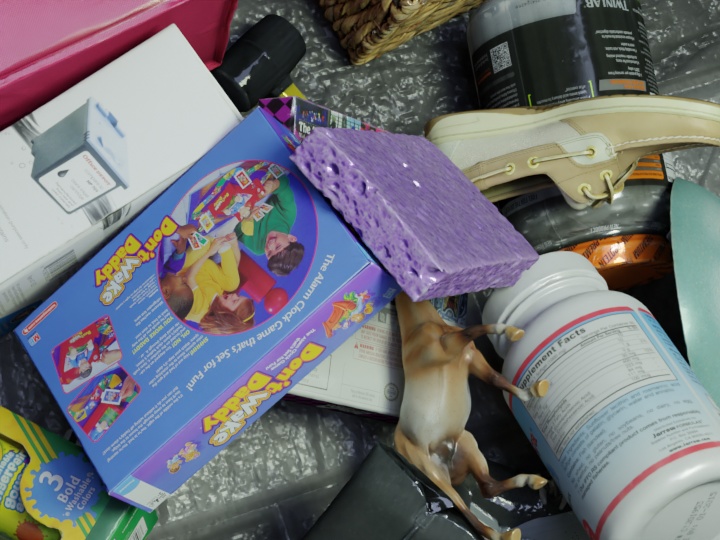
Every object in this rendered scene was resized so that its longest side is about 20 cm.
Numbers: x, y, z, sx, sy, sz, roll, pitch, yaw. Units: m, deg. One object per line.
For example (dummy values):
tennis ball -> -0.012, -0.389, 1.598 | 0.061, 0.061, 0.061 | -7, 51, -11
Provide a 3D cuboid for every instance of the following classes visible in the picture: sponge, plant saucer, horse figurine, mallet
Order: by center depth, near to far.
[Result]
sponge -> 0.035, -0.035, 1.327 | 0.030, 0.200, 0.112 | -45, 77, 16
horse figurine -> 0.061, 0.091, 1.394 | 0.050, 0.132, 0.200 | -15, 111, -37
plant saucer -> 0.243, 0.034, 1.487 | 0.036, 0.200, 0.200 | -11, 76, 16
mallet -> -0.022, -0.077, 1.515 | 0.066, 0.041, 0.200 | -38, 93, -23

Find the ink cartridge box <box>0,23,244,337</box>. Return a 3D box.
ink cartridge box -> -0.172, -0.049, 1.373 | 0.200, 0.146, 0.086 | -35, 84, -9

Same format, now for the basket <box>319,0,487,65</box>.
basket -> 0.054, -0.257, 1.530 | 0.200, 0.143, 0.149 | -28, 85, -23

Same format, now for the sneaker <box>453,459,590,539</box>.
sneaker -> 0.161, 0.140, 1.462 | 0.200, 0.116, 0.075 | 25, 28, -17

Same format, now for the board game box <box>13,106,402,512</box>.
board game box -> -0.090, 0.022, 1.296 | 0.200, 0.045, 0.135 | -41, 57, 9

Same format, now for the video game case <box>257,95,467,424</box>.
video game case -> 0.000, 0.000, 1.429 | 0.200, 0.036, 0.182 | 15, 77, -51

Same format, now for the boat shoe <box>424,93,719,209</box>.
boat shoe -> 0.138, -0.071, 1.425 | 0.200, 0.074, 0.067 | -5, 82, 26

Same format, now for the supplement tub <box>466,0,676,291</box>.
supplement tub -> 0.146, -0.088, 1.523 | 0.122, 0.123, 0.200 | -5, 77, -19

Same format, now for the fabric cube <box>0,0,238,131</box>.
fabric cube -> -0.206, -0.199, 1.388 | 0.196, 0.200, 0.200 | -26, 83, -14

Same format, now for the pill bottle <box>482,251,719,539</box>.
pill bottle -> 0.155, 0.085, 1.392 | 0.109, 0.109, 0.200 | -14, 49, -21

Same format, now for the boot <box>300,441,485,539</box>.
boot -> -0.044, 0.182, 1.362 | 0.165, 0.066, 0.200 | 41, 103, -8

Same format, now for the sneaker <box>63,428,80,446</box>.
sneaker -> -0.128, 0.080, 1.412 | 0.074, 0.080, 0.200 | 30, 70, -10

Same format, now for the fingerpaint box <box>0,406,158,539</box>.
fingerpaint box -> -0.242, 0.180, 1.320 | 0.167, 0.073, 0.200 | 26, 67, 14
